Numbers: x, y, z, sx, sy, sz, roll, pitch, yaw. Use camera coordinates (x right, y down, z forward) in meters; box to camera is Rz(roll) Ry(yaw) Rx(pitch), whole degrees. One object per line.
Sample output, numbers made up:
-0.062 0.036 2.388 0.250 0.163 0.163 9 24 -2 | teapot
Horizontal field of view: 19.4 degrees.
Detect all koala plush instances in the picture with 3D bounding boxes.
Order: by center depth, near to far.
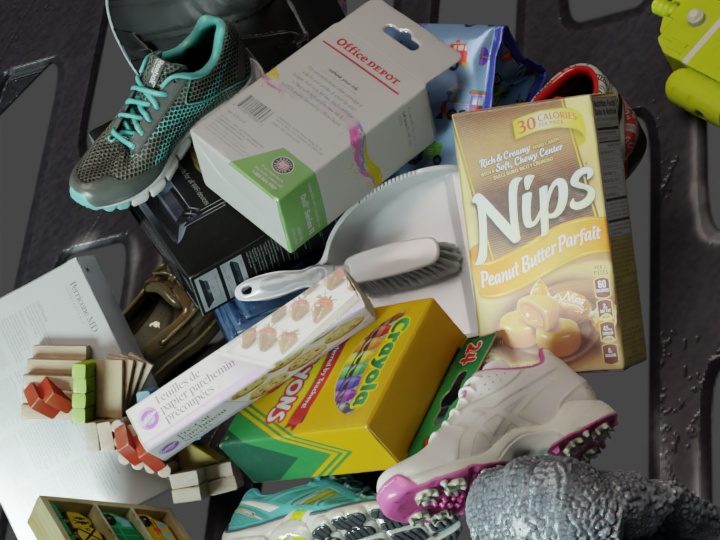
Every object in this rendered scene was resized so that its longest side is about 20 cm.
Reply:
0.138 0.237 1.371 0.176 0.184 0.202 -3 67 31 | koala plush

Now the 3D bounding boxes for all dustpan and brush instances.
0.000 0.000 1.658 0.198 0.057 0.141 -14 77 18 | dustpan and brush

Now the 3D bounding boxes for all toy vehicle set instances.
-0.157 0.244 1.574 0.200 0.124 0.027 48 118 44 | toy vehicle set

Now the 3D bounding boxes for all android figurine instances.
0.316 -0.191 1.659 0.182 0.041 0.200 -47 47 -6 | android figurine

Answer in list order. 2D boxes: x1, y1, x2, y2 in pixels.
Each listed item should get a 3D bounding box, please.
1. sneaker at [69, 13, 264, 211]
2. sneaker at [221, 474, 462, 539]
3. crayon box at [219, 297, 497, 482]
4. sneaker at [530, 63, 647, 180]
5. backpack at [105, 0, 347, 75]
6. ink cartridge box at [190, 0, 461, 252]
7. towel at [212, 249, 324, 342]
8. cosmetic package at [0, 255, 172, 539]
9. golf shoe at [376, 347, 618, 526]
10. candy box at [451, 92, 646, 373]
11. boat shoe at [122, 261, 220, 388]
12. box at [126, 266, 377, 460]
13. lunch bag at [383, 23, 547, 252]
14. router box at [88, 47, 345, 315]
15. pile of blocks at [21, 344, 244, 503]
-0.165 -0.133 1.694 0.077 0.092 0.200 29 62 32 | sneaker
-0.016 0.181 1.568 0.198 0.078 0.080 -9 44 27 | sneaker
-0.003 0.089 1.578 0.199 0.051 0.127 -12 39 44 | crayon box
0.146 -0.062 1.621 0.067 0.108 0.202 16 67 39 | sneaker
-0.120 -0.236 1.879 0.199 0.178 0.151 -15 28 28 | backpack
-0.021 -0.118 1.668 0.200 0.068 0.117 -38 53 -19 | ink cartridge box
-0.086 -0.015 1.748 0.111 0.049 0.201 -17 47 -13 | towel
-0.241 0.111 1.698 0.150 0.052 0.201 -27 87 14 | cosmetic package
0.084 0.116 1.480 0.199 0.076 0.092 -17 61 -32 | golf shoe
0.140 -0.025 1.558 0.114 0.055 0.202 -6 93 28 | candy box
-0.175 0.044 1.773 0.201 0.063 0.073 -48 45 -13 | boat shoe
-0.081 0.071 1.575 0.199 0.041 0.039 -33 67 4 | box
0.049 -0.095 1.732 0.149 0.094 0.202 5 71 33 | lunch bag
-0.111 -0.077 1.731 0.156 0.052 0.200 -29 51 -11 | router box
-0.179 0.114 1.630 0.199 0.062 0.083 26 97 8 | pile of blocks
